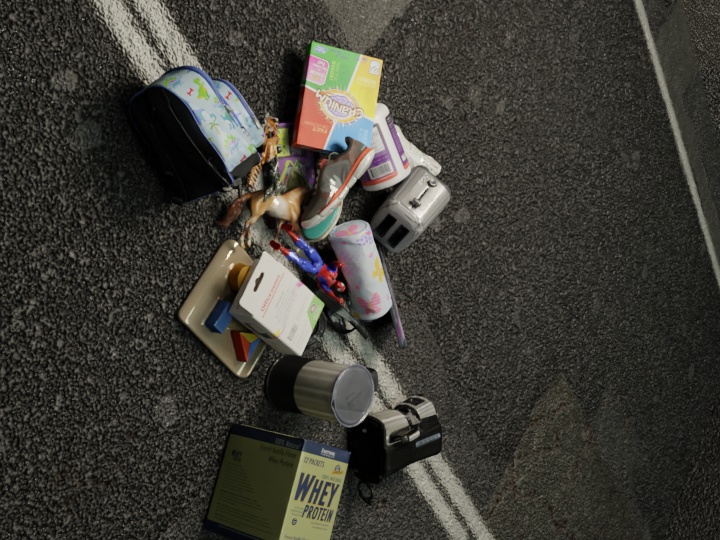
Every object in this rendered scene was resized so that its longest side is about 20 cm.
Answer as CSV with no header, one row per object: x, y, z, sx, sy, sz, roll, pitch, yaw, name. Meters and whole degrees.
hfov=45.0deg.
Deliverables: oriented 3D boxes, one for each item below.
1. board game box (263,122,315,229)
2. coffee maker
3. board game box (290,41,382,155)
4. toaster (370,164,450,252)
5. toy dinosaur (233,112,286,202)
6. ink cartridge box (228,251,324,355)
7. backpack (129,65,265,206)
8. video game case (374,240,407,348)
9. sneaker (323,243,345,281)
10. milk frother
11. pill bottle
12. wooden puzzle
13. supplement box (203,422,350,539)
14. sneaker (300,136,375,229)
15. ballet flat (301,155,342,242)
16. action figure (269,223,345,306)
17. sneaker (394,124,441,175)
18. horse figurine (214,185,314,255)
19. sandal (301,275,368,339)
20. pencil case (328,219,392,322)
-0.138,-0.188,1.699,0.119,0.032,0.202,-12,102,-43,board game box
0.074,0.387,1.921,0.199,0.134,0.193,-8,122,-46,coffee maker
-0.045,-0.326,1.693,0.152,0.040,0.202,9,86,-20,board game box
0.099,-0.126,1.876,0.114,0.200,0.129,42,61,-2,toaster
-0.186,-0.203,1.551,0.200,0.102,0.137,-48,156,-51,toy dinosaur
-0.163,0.059,1.596,0.200,0.067,0.118,47,60,-44,ink cartridge box
-0.272,-0.235,1.436,0.147,0.182,0.201,-50,117,-38,backpack
0.062,0.050,1.879,0.143,0.019,0.201,-99,174,-69,video game case
-0.026,0.022,1.819,0.115,0.075,0.201,-30,111,-30,sneaker
-0.073,0.177,1.678,0.180,0.187,0.201,-37,119,-41,milk frother
0.021,-0.277,1.804,0.111,0.111,0.201,-40,116,-39,pill bottle
-0.223,0.073,1.609,0.200,0.046,0.186,51,57,-37,wooden puzzle
-0.152,0.404,1.596,0.134,0.199,0.201,28,71,-46,supplement box
-0.060,-0.170,1.656,0.082,0.077,0.200,39,85,1,sneaker
-0.058,-0.137,1.732,0.062,0.067,0.201,65,45,-68,ballet flat
-0.076,-0.004,1.650,0.065,0.099,0.200,-55,135,-7,action figure
0.120,-0.247,1.925,0.075,0.099,0.201,-87,155,-48,sneaker
-0.170,-0.103,1.625,0.199,0.050,0.134,7,97,-40,horse figurine
-0.059,0.085,1.787,0.048,0.075,0.200,-46,121,-1,sandal
0.000,0.000,1.739,0.083,0.090,0.201,-47,130,-49,pencil case
